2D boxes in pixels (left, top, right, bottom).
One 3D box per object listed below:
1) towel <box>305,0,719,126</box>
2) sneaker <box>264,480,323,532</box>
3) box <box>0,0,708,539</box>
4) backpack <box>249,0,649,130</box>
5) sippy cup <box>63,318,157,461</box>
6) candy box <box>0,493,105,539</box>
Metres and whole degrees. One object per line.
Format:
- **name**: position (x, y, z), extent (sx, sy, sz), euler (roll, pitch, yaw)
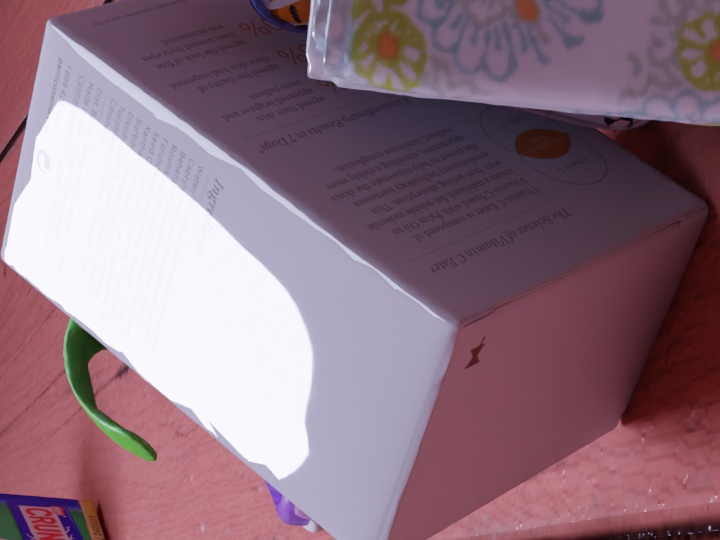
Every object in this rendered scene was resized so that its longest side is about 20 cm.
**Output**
- **towel**: position (0.086, -0.128, 0.615), extent (0.048, 0.198, 0.173), euler (5, -89, -82)
- **sneaker**: position (-0.058, 0.063, 1.176), extent (0.201, 0.088, 0.081), euler (-106, 30, -50)
- **box**: position (-0.005, -0.014, 0.778), extent (0.200, 0.152, 0.107), euler (38, 127, 27)
- **backpack**: position (0.060, -0.154, 0.730), extent (0.191, 0.199, 0.154), euler (-63, 34, 27)
- **sippy cup**: position (-0.059, 0.012, 1.096), extent (0.130, 0.139, 0.179), euler (37, 113, 26)
- **candy box**: position (-0.303, 0.241, 1.711), extent (0.169, 0.198, 0.078), euler (-131, 52, -66)
